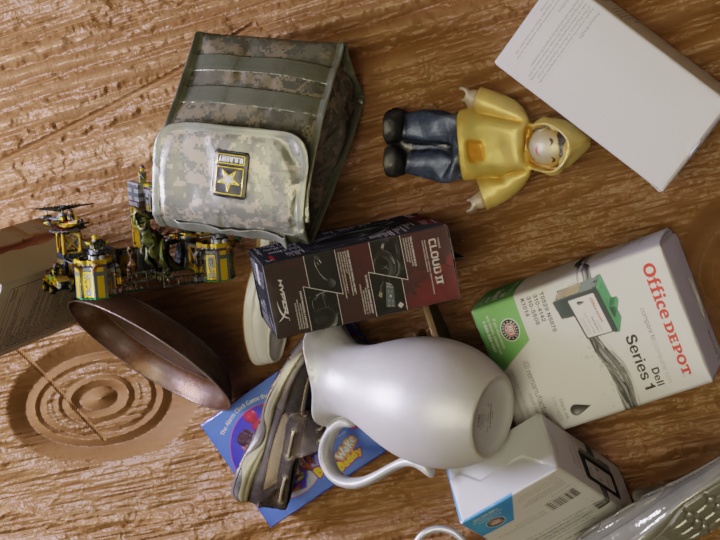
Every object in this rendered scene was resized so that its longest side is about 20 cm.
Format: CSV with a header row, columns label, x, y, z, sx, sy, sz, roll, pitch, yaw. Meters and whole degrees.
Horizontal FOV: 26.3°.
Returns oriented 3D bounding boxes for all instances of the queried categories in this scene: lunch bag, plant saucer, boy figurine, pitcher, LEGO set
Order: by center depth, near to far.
label,x,y,z,sx,sy,sz,roll,pitch,yaw
pitcher,0.042,0.143,1.484,0.200,0.121,0.172,11,109,34
lunch bag,-0.104,-0.123,1.507,0.163,0.118,0.201,7,64,17
boy figurine,0.124,-0.116,1.508,0.199,0.064,0.125,5,100,20
LEGO set,-0.227,-0.045,1.571,0.199,0.154,0.116,-7,101,-20
plant saucer,-0.211,0.077,1.600,0.200,0.200,0.035,29,71,11

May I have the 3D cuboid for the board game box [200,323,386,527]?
label,x,y,z,sx,sy,sz,roll,pitch,yaw
board game box,-0.052,0.162,1.630,0.200,0.045,0.135,-35,89,21

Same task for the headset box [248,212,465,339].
label,x,y,z,sx,sy,sz,roll,pitch,yaw
headset box,0.000,0.000,1.497,0.199,0.149,0.078,-11,98,-9

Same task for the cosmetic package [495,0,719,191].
label,x,y,z,sx,sy,sz,roll,pitch,yaw
cosmetic package,0.240,-0.179,1.445,0.200,0.085,0.108,40,110,6

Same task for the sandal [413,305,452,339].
label,x,y,z,sx,sy,sz,roll,pitch,yaw
sandal,0.077,0.129,1.563,0.069,0.078,0.212,-23,98,12

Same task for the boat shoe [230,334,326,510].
label,x,y,z,sx,sy,sz,roll,pitch,yaw
boat shoe,-0.068,0.158,1.580,0.073,0.075,0.200,23,113,0

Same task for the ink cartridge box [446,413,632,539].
label,x,y,z,sx,sy,sz,roll,pitch,yaw
ink cartridge box,0.190,0.228,1.521,0.116,0.200,0.068,-33,47,21

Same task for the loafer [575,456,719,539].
label,x,y,z,sx,sy,sz,roll,pitch,yaw
loafer,0.282,0.228,1.454,0.200,0.070,0.070,-37,132,14

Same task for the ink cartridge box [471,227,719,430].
label,x,y,z,sx,sy,sz,roll,pitch,yaw
ink cartridge box,0.231,0.063,1.497,0.200,0.084,0.146,-21,94,21

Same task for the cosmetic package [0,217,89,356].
label,x,y,z,sx,sy,sz,roll,pitch,yaw
cosmetic package,-0.370,0.019,1.621,0.087,0.200,0.104,29,107,12

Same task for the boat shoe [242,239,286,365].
label,x,y,z,sx,sy,sz,roll,pitch,yaw
boat shoe,-0.073,0.006,1.592,0.069,0.071,0.201,12,103,17

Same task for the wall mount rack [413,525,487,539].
label,x,y,z,sx,sy,sz,roll,pitch,yaw
wall mount rack,0.078,0.356,1.617,0.173,0.075,0.201,-10,98,16
